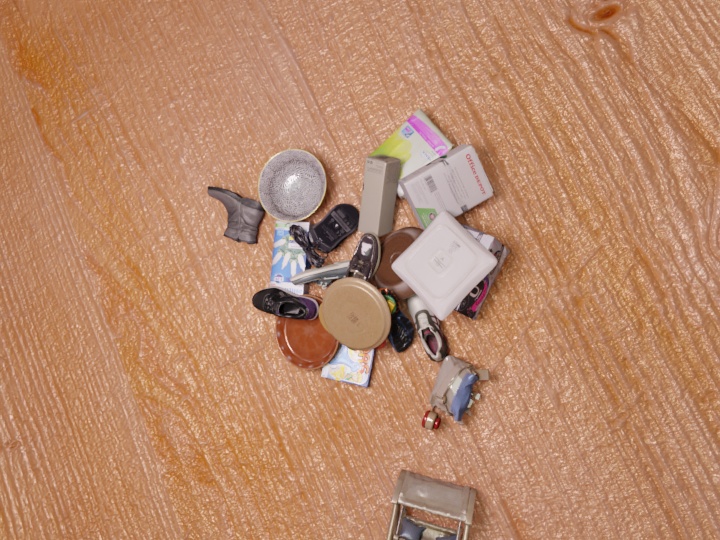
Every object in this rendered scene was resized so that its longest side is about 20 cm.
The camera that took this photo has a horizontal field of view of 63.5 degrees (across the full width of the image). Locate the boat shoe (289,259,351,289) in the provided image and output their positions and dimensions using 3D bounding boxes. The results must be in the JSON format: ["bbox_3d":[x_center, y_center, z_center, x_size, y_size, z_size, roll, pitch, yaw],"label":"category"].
[{"bbox_3d":[-0.090,0.019,1.569,0.197,0.073,0.063,-14,100,-16],"label":"boat shoe"}]

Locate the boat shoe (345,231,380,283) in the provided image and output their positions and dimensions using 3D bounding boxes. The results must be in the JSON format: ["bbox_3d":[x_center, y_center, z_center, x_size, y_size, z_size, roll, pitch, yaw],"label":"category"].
[{"bbox_3d":[0.000,0.000,1.521,0.071,0.065,0.203,22,104,15],"label":"boat shoe"}]

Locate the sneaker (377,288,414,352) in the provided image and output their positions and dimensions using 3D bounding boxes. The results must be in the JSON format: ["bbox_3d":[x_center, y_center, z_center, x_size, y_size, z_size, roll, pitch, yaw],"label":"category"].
[{"bbox_3d":[0.080,0.126,1.522,0.075,0.078,0.202,-30,113,-18],"label":"sneaker"}]

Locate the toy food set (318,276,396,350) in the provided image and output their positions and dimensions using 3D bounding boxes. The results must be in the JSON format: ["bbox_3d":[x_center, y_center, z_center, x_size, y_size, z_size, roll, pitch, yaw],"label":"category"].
[{"bbox_3d":[-0.009,0.112,1.456,0.197,0.049,0.202,34,119,11],"label":"toy food set"}]

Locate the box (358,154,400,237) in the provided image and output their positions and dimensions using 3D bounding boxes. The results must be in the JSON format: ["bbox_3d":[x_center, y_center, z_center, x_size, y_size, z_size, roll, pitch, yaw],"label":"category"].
[{"bbox_3d":[0.049,-0.196,1.531,0.068,0.082,0.203,20,115,29],"label":"box"}]

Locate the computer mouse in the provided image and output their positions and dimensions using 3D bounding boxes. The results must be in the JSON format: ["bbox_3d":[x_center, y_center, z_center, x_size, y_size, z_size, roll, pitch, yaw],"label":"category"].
[{"bbox_3d":[-0.089,-0.107,1.590,0.199,0.053,0.139,-37,86,-19],"label":"computer mouse"}]

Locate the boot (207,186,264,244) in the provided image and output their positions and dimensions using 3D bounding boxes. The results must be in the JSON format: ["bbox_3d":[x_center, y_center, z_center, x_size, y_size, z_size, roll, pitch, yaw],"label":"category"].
[{"bbox_3d":[-0.374,-0.158,1.678,0.198,0.070,0.133,22,95,18],"label":"boot"}]

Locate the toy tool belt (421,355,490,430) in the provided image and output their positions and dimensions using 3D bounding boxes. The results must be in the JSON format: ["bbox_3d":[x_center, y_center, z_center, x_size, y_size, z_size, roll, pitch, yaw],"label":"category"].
[{"bbox_3d":[0.241,0.323,1.463,0.121,0.125,0.203,20,90,22],"label":"toy tool belt"}]

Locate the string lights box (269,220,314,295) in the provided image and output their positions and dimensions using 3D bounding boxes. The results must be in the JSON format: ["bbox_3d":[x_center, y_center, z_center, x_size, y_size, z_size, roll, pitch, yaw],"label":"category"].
[{"bbox_3d":[-0.190,-0.033,1.625,0.101,0.059,0.204,4,86,11],"label":"string lights box"}]

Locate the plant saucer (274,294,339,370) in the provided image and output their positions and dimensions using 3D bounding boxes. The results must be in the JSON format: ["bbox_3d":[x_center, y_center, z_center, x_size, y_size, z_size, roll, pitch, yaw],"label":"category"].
[{"bbox_3d":[-0.141,0.166,1.574,0.197,0.032,0.204,1,91,23],"label":"plant saucer"}]

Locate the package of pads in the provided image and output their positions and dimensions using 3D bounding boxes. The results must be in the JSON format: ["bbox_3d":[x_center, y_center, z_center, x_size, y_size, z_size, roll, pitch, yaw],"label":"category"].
[{"bbox_3d":[0.140,-0.309,1.571,0.200,0.068,0.155,-42,76,7],"label":"package of pads"}]

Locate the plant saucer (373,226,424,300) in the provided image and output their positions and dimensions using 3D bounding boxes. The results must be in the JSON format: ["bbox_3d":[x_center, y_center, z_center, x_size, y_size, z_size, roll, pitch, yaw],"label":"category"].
[{"bbox_3d":[0.101,-0.025,1.519,0.199,0.036,0.203,-20,60,38],"label":"plant saucer"}]

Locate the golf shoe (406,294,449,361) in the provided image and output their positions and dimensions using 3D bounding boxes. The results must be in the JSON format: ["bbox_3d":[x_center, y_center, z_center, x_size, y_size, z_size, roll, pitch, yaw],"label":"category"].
[{"bbox_3d":[0.175,0.138,1.512,0.076,0.088,0.202,-25,78,11],"label":"golf shoe"}]

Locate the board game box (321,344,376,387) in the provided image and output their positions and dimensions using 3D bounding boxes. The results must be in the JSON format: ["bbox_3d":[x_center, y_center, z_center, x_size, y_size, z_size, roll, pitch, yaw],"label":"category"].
[{"bbox_3d":[-0.022,0.202,1.577,0.133,0.034,0.203,10,87,14],"label":"board game box"}]

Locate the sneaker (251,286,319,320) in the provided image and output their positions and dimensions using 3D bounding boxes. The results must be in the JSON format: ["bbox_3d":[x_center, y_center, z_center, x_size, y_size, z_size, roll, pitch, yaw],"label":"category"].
[{"bbox_3d":[-0.213,0.087,1.539,0.197,0.087,0.077,7,94,23],"label":"sneaker"}]

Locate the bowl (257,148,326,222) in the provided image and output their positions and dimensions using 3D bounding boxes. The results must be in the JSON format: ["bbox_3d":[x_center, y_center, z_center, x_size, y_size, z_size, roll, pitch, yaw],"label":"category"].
[{"bbox_3d":[-0.176,-0.226,1.621,0.197,0.094,0.204,-2,83,14],"label":"bowl"}]

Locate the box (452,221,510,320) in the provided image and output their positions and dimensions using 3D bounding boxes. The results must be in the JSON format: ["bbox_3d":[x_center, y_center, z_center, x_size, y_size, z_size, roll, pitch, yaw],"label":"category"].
[{"bbox_3d":[0.264,0.001,1.467,0.131,0.114,0.202,28,92,40],"label":"box"}]

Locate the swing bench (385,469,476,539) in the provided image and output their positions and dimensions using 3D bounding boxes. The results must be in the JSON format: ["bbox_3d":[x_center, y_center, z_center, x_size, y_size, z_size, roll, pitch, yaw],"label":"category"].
[{"bbox_3d":[0.174,0.625,1.445,0.196,0.130,0.203,9,87,14],"label":"swing bench"}]

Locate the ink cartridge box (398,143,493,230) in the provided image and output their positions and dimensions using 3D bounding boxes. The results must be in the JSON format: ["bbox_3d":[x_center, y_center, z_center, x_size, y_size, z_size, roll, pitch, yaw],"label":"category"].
[{"bbox_3d":[0.219,-0.213,1.499,0.198,0.084,0.147,-29,106,0],"label":"ink cartridge box"}]

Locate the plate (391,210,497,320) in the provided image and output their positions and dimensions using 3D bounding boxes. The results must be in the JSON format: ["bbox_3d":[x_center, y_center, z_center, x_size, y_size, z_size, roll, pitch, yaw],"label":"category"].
[{"bbox_3d":[0.197,-0.018,1.413,0.200,0.032,0.200,-46,63,8],"label":"plate"}]
